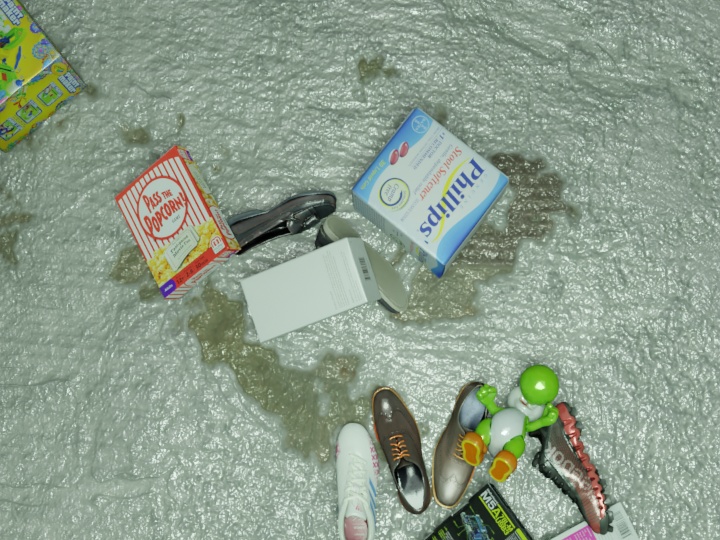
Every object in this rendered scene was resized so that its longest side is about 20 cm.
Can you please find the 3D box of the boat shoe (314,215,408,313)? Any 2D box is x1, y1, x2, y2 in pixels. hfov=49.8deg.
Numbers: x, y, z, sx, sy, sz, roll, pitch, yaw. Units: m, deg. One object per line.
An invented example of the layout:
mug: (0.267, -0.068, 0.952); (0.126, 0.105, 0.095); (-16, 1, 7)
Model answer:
boat shoe: (0.000, 0.000, 1.300); (0.200, 0.072, 0.063); (48, 126, 5)

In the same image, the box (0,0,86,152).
box: (-0.629, -0.359, 1.356); (0.192, 0.122, 0.201); (-40, 79, -6)

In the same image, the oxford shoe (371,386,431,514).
oxford shoe: (0.067, 0.280, 1.220); (0.070, 0.073, 0.204); (-21, 78, -1)

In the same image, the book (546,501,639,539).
book: (0.340, 0.457, 1.170); (0.196, 0.048, 0.136); (-21, 73, -13)

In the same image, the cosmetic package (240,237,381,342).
cosmetic package: (-0.080, 0.030, 1.238); (0.196, 0.085, 0.110); (-19, 86, 18)

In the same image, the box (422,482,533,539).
box: (0.181, 0.457, 1.142); (0.192, 0.048, 0.201); (-41, 62, 3)

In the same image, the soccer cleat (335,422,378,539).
soccer cleat: (-0.004, 0.341, 1.204); (0.068, 0.086, 0.206); (-4, 78, 2)

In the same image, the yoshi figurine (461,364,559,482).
yoshi figurine: (0.238, 0.212, 1.170); (0.199, 0.111, 0.114); (-41, 101, -38)

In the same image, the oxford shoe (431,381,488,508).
oxford shoe: (0.156, 0.271, 1.218); (0.069, 0.073, 0.205); (15, 79, 5)

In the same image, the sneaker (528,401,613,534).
sneaker: (0.319, 0.312, 1.196); (0.096, 0.071, 0.205); (-20, 66, 3)

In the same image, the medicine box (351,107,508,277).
medicine box: (0.114, -0.128, 1.288); (0.199, 0.103, 0.183); (38, 82, 10)

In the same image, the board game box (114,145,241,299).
board game box: (-0.308, -0.080, 1.299); (0.150, 0.046, 0.203); (-35, 77, 18)

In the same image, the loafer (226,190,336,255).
loafer: (-0.129, -0.075, 1.299); (0.195, 0.072, 0.064); (-16, 60, 7)
